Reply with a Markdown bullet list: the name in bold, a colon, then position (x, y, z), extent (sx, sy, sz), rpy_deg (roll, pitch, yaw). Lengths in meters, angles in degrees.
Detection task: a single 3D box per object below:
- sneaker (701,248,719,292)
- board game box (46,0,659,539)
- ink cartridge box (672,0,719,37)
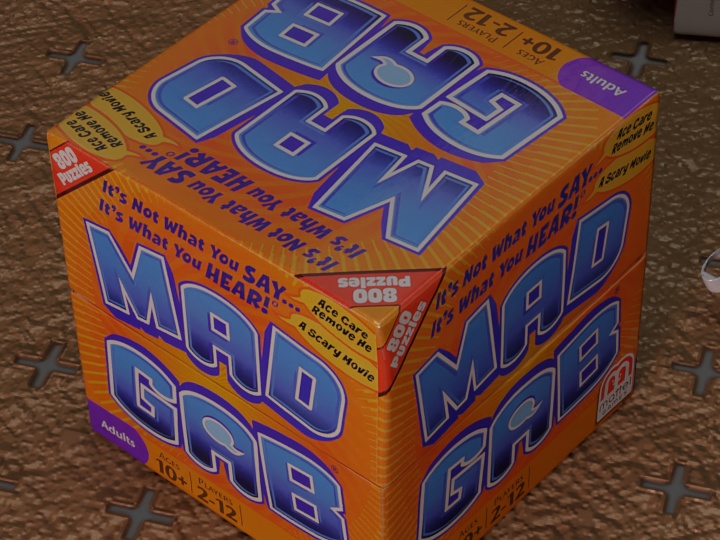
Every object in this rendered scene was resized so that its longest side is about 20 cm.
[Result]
- **sneaker**: position (0.274, 0.012, 1.138), extent (0.200, 0.075, 0.115), rpy_deg (29, 51, 35)
- **board game box**: position (0.000, 0.000, 1.066), extent (0.200, 0.200, 0.200), rpy_deg (30, 51, 29)
- **ink cartridge box**: position (0.246, -0.235, 1.393), extent (0.175, 0.084, 0.200), rpy_deg (6, 43, 8)
